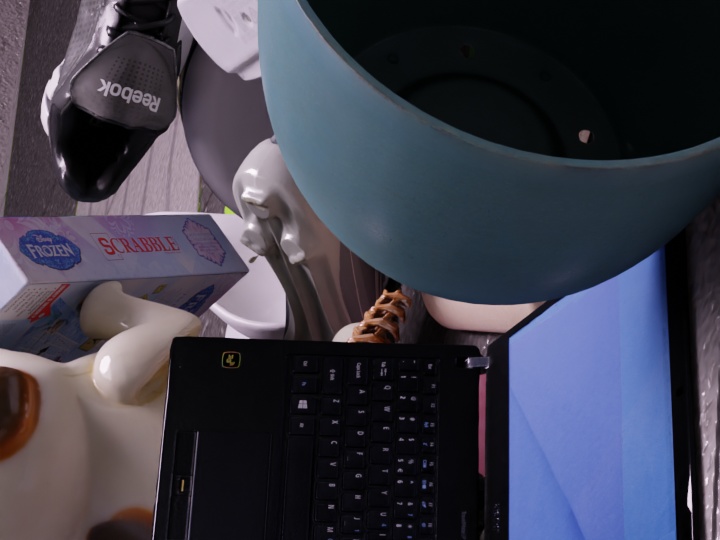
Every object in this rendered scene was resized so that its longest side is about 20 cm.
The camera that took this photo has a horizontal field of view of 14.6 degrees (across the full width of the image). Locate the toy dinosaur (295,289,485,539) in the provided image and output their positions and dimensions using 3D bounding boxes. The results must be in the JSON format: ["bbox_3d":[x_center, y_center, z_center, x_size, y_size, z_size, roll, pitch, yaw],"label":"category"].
[{"bbox_3d":[0.007,0.104,1.130,0.102,0.136,0.200,167,115,-77],"label":"toy dinosaur"}]

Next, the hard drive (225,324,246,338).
[{"bbox_3d":[-0.074,0.107,1.727,0.132,0.027,0.200,152,130,-74],"label":"hard drive"}]

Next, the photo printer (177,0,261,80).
[{"bbox_3d":[0.023,-0.179,1.299,0.200,0.069,0.166,-39,7,-23],"label":"photo printer"}]

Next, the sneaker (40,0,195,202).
[{"bbox_3d":[-0.108,-0.113,1.361,0.091,0.066,0.200,-95,24,-52],"label":"sneaker"}]

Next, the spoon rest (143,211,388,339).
[{"bbox_3d":[-0.072,0.002,1.532,0.099,0.200,0.061,-49,-52,-41],"label":"spoon rest"}]

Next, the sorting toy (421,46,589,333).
[{"bbox_3d":[0.069,-0.073,1.262,0.185,0.036,0.200,180,103,-77],"label":"sorting toy"}]

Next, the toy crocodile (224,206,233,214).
[{"bbox_3d":[-0.037,-0.032,1.657,0.200,0.062,0.068,-105,30,-55],"label":"toy crocodile"}]

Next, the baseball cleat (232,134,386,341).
[{"bbox_3d":[0.000,0.000,1.377,0.106,0.070,0.200,-49,-36,-28],"label":"baseball cleat"}]

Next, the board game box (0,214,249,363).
[{"bbox_3d":[-0.179,0.048,1.375,0.200,0.041,0.199,-41,-17,22],"label":"board game box"}]

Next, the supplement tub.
[{"bbox_3d":[-0.028,-0.110,1.477,0.200,0.145,0.145,-113,38,-69],"label":"supplement tub"}]

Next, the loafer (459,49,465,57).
[{"bbox_3d":[0.017,-0.062,1.247,0.200,0.068,0.076,-115,42,-74],"label":"loafer"}]

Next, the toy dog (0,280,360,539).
[{"bbox_3d":[-0.110,0.100,1.266,0.140,0.200,0.194,117,162,-49],"label":"toy dog"}]

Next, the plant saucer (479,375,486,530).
[{"bbox_3d":[0.010,0.132,1.285,0.201,0.051,0.201,-166,90,-77],"label":"plant saucer"}]

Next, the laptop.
[{"bbox_3d":[0.019,0.071,1.049,0.103,0.200,0.177,91,-178,-51],"label":"laptop"}]

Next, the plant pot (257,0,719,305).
[{"bbox_3d":[0.054,-0.080,1.004,0.161,0.200,0.201,108,169,-58],"label":"plant pot"}]
